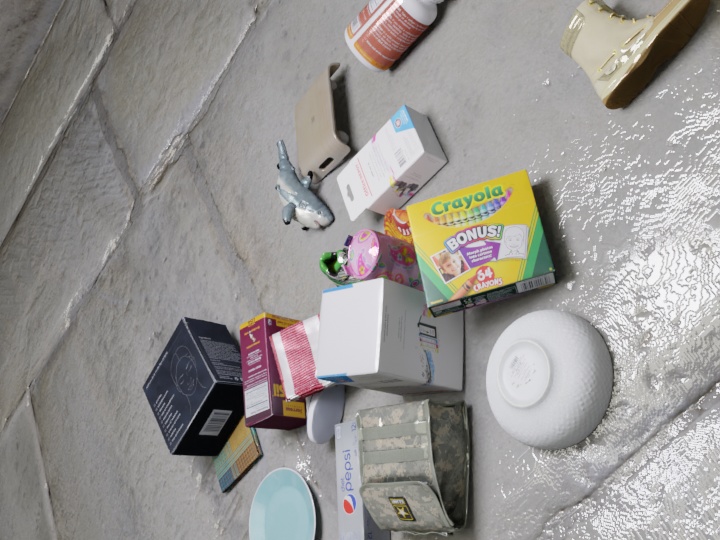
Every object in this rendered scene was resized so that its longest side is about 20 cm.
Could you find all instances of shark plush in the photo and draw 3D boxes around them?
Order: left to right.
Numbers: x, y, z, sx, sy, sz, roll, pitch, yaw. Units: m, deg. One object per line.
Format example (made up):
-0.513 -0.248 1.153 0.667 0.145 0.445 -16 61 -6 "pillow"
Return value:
-0.121 -0.169 1.746 0.082 0.091 0.203 -29 62 19 "shark plush"

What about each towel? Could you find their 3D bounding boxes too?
-0.274 0.339 1.808 0.147 0.021 0.202 -47 50 28 "towel"
-0.060 0.139 1.554 0.196 0.023 0.146 -22 57 4 "towel"

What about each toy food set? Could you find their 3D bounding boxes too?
-0.072 -0.300 1.756 0.143 0.059 0.204 -36 52 49 "toy food set"

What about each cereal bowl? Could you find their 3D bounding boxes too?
0.256 0.153 1.237 0.198 0.082 0.205 -15 69 44 "cereal bowl"

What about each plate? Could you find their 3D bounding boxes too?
-0.142 0.475 1.620 0.198 0.025 0.205 -16 67 43 "plate"

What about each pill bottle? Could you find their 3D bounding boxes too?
0.071 -0.474 1.600 0.199 0.111 0.114 -40 52 32 "pill bottle"

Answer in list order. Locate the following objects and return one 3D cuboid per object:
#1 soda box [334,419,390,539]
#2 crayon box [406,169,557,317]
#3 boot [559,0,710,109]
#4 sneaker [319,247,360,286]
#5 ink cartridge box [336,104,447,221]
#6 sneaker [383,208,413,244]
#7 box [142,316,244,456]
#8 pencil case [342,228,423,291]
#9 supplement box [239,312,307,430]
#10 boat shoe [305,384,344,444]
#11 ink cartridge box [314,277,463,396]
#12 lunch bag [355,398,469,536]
0.003 0.360 1.463 0.063 0.068 0.204 -20 65 41 "soda box"
0.183 -0.041 1.324 0.196 0.058 0.176 -16 66 11 "crayon box"
0.389 -0.357 1.246 0.201 0.072 0.157 -52 49 31 "boot"
0.000 0.000 1.551 0.198 0.085 0.080 -5 63 46 "sneaker"
0.053 -0.183 1.566 0.200 0.067 0.117 -42 51 31 "ink cartridge box"
0.099 -0.070 1.494 0.199 0.076 0.075 18 111 63 "sneaker"
-0.335 0.243 1.794 0.202 0.123 0.197 -56 48 20 "box"
0.065 -0.004 1.403 0.087 0.198 0.089 -20 62 44 "pencil case"
-0.162 0.196 1.659 0.085 0.109 0.204 -27 61 39 "supplement box"
-0.070 0.217 1.591 0.065 0.073 0.204 -9 62 48 "boat shoe"
0.051 0.113 1.385 0.146 0.198 0.148 -12 67 44 "ink cartridge box"
0.083 0.313 1.357 0.162 0.116 0.205 -16 73 44 "lunch bag"
